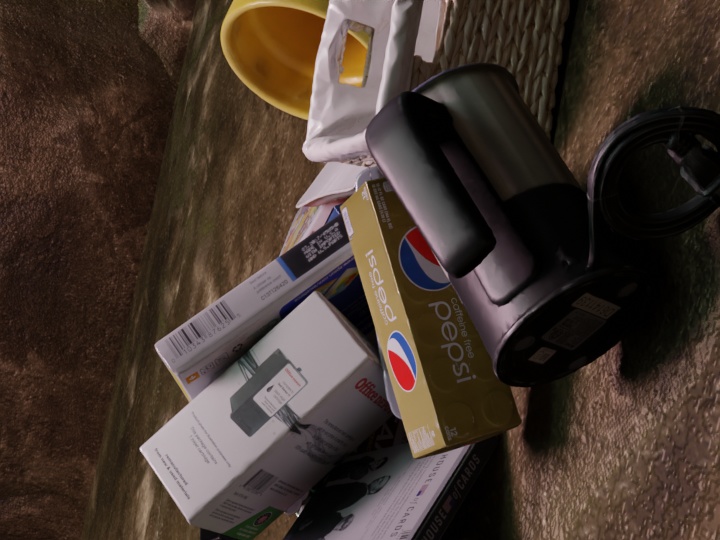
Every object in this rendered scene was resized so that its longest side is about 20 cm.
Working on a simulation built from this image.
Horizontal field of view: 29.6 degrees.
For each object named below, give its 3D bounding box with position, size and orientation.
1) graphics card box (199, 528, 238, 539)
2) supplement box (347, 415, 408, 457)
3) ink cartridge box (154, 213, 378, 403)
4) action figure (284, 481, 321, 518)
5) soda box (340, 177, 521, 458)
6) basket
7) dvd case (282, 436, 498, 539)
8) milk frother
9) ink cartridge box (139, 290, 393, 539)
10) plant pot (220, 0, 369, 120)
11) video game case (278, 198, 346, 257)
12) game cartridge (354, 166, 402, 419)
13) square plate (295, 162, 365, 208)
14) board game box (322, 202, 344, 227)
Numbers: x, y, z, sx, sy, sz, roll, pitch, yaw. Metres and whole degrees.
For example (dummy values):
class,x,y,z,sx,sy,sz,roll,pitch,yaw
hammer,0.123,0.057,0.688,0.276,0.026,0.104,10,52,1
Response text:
class,x,y,z,sx,sy,sz,roll,pitch,yaw
graphics card box,-0.098,0.186,1.415,0.200,0.050,0.127,-49,-26,-49
supplement box,-0.003,0.149,1.315,0.200,0.060,0.110,-148,71,-71
ink cartridge box,-0.067,0.061,1.192,0.047,0.197,0.201,48,168,24
action figure,-0.051,0.231,1.335,0.119,0.054,0.200,61,176,25
soda box,0.050,0.031,1.008,0.064,0.067,0.203,-36,69,65
basket,0.064,-0.181,1.145,0.200,0.159,0.201,178,102,-72
dvd case,0.008,0.197,1.094,0.199,0.025,0.151,-22,24,49
milk frother,0.123,-0.066,0.878,0.199,0.181,0.189,-33,60,6
ink cartridge box,-0.065,0.126,1.148,0.200,0.147,0.083,-41,66,0
plant pot,-0.031,-0.298,1.514,0.201,0.199,0.191,-44,22,61
video game case,-0.049,-0.066,1.537,0.183,0.023,0.201,-56,9,35
game cartridge,0.038,0.019,1.135,0.133,0.040,0.203,4,-104,-73
square plate,0.029,-0.140,1.342,0.201,0.028,0.198,-53,13,-14
board game box,0.000,0.000,1.288,0.035,0.134,0.201,53,139,22
